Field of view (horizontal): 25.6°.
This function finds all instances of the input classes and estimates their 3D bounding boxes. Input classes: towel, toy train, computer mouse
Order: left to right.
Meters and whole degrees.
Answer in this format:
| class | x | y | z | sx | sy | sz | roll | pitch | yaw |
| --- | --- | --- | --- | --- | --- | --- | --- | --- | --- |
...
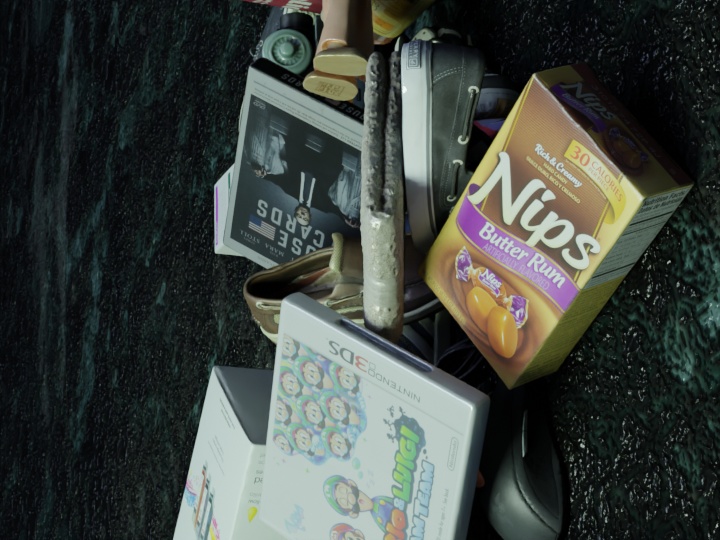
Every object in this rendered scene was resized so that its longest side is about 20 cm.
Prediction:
| class | x | y | z | sx | sy | sz | roll | pitch | yaw |
| --- | --- | --- | --- | --- | --- | --- | --- | --- | --- |
| toy train | -0.031 | -0.141 | 1.438 | 0.085 | 0.114 | 0.200 | 92 | 176 | -75 |
| towel | 0.016 | -0.056 | 1.164 | 0.200 | 0.034 | 0.133 | -88 | -4 | -47 |
| computer mouse | 0.091 | 0.125 | 1.173 | 0.140 | 0.046 | 0.200 | 134 | 136 | -53 |

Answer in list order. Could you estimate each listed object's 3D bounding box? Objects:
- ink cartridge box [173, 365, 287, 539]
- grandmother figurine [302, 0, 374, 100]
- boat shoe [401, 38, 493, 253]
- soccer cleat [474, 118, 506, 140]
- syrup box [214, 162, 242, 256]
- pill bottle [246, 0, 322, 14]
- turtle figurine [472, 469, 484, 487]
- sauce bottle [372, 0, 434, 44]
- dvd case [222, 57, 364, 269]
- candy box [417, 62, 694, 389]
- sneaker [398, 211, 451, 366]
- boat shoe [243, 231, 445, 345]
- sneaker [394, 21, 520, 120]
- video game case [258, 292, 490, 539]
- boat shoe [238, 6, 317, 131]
| class | x | y | z | sx | sy | sz | roll | pitch | yaw |
| --- | --- | --- | --- | --- | --- | --- | --- | --- | --- |
| ink cartridge box | -0.064 | 0.205 | 1.353 | 0.145 | 0.145 | 0.200 | -127 | 47 | -60 |
| grandmother figurine | -0.009 | -0.236 | 1.266 | 0.121 | 0.061 | 0.200 | 140 | 141 | -60 |
| boat shoe | 0.064 | -0.083 | 1.108 | 0.200 | 0.066 | 0.070 | 84 | -174 | -48 |
| soccer cleat | 0.106 | -0.086 | 1.153 | 0.200 | 0.076 | 0.067 | 177 | 98 | -67 |
| syrup box | -0.078 | -0.080 | 1.576 | 0.200 | 0.079 | 0.081 | 143 | 128 | -60 |
| pill bottle | -0.041 | -0.283 | 1.388 | 0.114 | 0.200 | 0.114 | -174 | 90 | -68 |
| turtle figurine | 0.034 | 0.175 | 1.194 | 0.200 | 0.064 | 0.161 | 21 | 135 | 51 |
| sauce bottle | 0.060 | -0.264 | 1.286 | 0.200 | 0.066 | 0.066 | -43 | 45 | 38 |
| dvd case | -0.042 | -0.067 | 1.356 | 0.025 | 0.150 | 0.200 | -44 | -24 | -44 |
| candy box | 0.125 | -0.028 | 1.072 | 0.117 | 0.056 | 0.200 | 52 | 136 | 24 |
| sneaker | 0.025 | 0.043 | 1.299 | 0.075 | 0.084 | 0.200 | 140 | 132 | -58 |
| boat shoe | 0.000 | 0.005 | 1.250 | 0.202 | 0.075 | 0.075 | -21 | 45 | 18 |
| sneaker | 0.066 | -0.157 | 1.267 | 0.200 | 0.076 | 0.088 | -166 | 83 | -66 |
| video game case | 0.004 | 0.139 | 1.144 | 0.182 | 0.024 | 0.200 | 27 | 124 | 34 |
| boat shoe | -0.072 | -0.212 | 1.600 | 0.062 | 0.075 | 0.200 | 28 | 101 | 68 |
